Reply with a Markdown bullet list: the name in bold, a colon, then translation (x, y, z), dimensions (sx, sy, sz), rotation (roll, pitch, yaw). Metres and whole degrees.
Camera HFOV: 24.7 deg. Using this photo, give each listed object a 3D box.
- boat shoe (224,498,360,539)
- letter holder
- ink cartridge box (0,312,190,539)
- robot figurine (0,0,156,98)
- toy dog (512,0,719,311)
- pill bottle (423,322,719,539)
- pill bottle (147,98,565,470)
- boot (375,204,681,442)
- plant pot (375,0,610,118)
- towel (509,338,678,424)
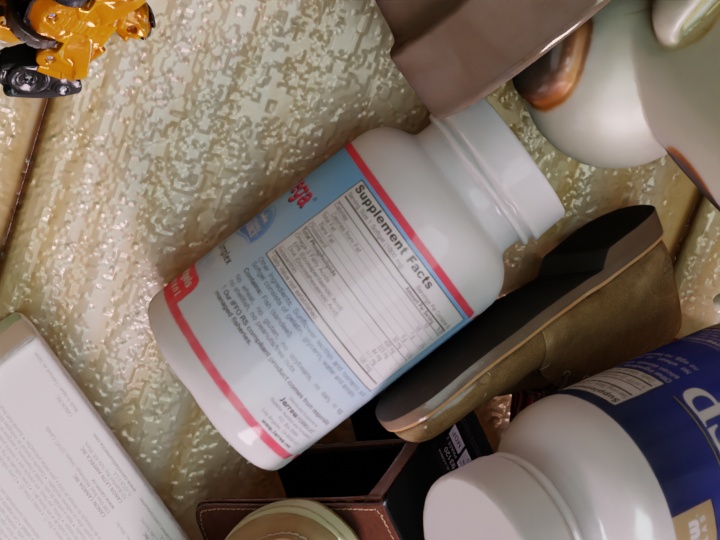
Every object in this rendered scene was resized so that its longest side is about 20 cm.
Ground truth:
- **boat shoe**: translation (-0.070, 0.186, 0.850), dimensions (0.074, 0.066, 0.200), rotation (44, 131, -1)
- **letter holder**: translation (0.016, 0.177, 0.905), dimensions (0.141, 0.101, 0.201), rotation (-8, 117, 36)
- **ink cartridge box**: translation (-0.206, 0.146, 0.842), dimensions (0.199, 0.050, 0.162), rotation (-37, 116, -11)
- **robot figurine**: translation (-0.174, -0.140, 0.686), dimensions (0.199, 0.059, 0.145), rotation (15, 139, -36)
- **toy dog**: translation (0.175, -0.084, 0.799), dimensions (0.139, 0.199, 0.196), rotation (11, 98, -55)
- **pill bottle**: translation (0.135, 0.109, 0.812), dimensions (0.199, 0.119, 0.121), rotation (-20, 116, -30)
- **pill bottle**: translation (0.000, 0.000, 0.825), dimensions (0.199, 0.109, 0.109), rotation (-38, 114, 2)
- **boot**: translation (0.096, 0.044, 0.849), dimensions (0.199, 0.073, 0.076), rotation (-32, 106, -28)
- **plant pot**: translation (0.055, -0.197, 0.733), dimensions (0.200, 0.200, 0.174), rotation (-40, 99, 4)
- **towel**: translation (0.144, 0.126, 0.892), dimensions (0.143, 0.023, 0.202), rotation (15, 68, -19)
